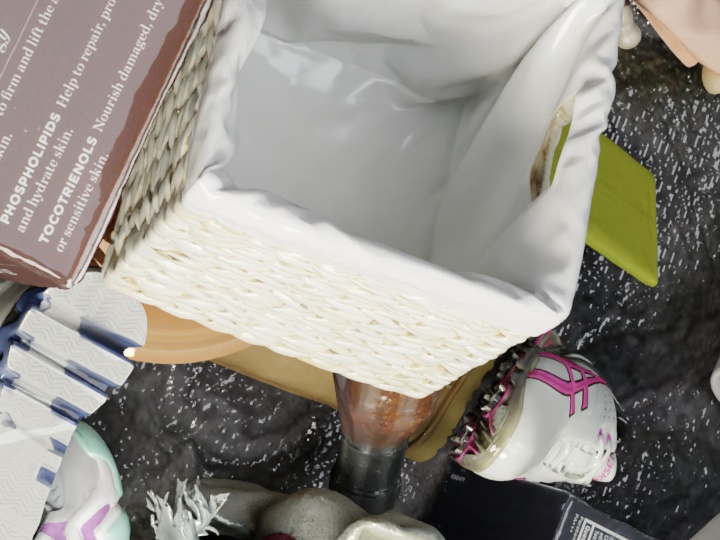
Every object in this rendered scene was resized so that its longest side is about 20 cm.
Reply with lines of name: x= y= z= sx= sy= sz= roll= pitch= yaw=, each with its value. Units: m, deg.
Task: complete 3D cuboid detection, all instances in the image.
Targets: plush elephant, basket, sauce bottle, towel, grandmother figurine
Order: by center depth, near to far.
basket: x=0.001 y=-0.066 z=1.400 sx=0.200 sy=0.161 sz=0.199 roll=19 pitch=65 yaw=-16
plush elephant: x=-0.045 y=0.184 z=1.558 sx=0.155 sy=0.165 sz=0.200 roll=-20 pitch=118 yaw=-41
sauce bottle: x=0.017 y=0.042 z=1.567 sx=0.066 sy=0.066 sz=0.200 roll=-8 pitch=123 yaw=-35
towel: x=0.108 y=-0.066 z=1.691 sx=0.200 sy=0.018 sz=0.086 roll=33 pitch=47 yaw=-36
grandmother figurine: x=0.168 y=-0.187 z=1.716 sx=0.200 sy=0.061 sz=0.121 roll=40 pitch=47 yaw=-31

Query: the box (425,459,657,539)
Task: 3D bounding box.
box: x=0.118 y=0.246 z=1.712 sx=0.198 sy=0.123 sz=0.200 roll=29 pitch=80 yaw=-36

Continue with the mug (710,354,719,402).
mug: x=0.327 y=0.031 z=1.829 sx=0.176 sy=0.147 sz=0.200 roll=-65 pitch=157 yaw=-17

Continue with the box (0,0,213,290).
box: x=-0.208 y=-0.108 z=1.362 sx=0.200 sy=0.166 sz=0.164 roll=27 pitch=83 yaw=-20

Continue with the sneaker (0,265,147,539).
sneaker: x=-0.191 y=0.071 z=1.470 sx=0.081 sy=0.115 sz=0.200 roll=36 pitch=93 yaw=-25

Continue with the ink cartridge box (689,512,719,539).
ink cartridge box: x=0.184 y=0.244 z=1.644 sx=0.200 sy=0.067 sz=0.117 roll=-38 pitch=118 yaw=-27

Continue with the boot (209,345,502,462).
boot: x=0.000 y=0.000 z=1.620 sx=0.200 sy=0.066 sz=0.175 roll=33 pitch=79 yaw=-34

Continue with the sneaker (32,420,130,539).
sneaker: x=-0.201 y=0.176 z=1.497 sx=0.140 sy=0.078 sz=0.200 roll=5 pitch=95 yaw=-37

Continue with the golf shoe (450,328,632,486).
golf shoe: x=0.112 y=0.086 z=1.636 sx=0.092 sy=0.200 sz=0.073 roll=37 pitch=107 yaw=5

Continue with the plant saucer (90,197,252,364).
plant saucer: x=-0.097 y=-0.047 z=1.510 sx=0.200 sy=0.032 sz=0.201 roll=-2 pitch=102 yaw=-9
